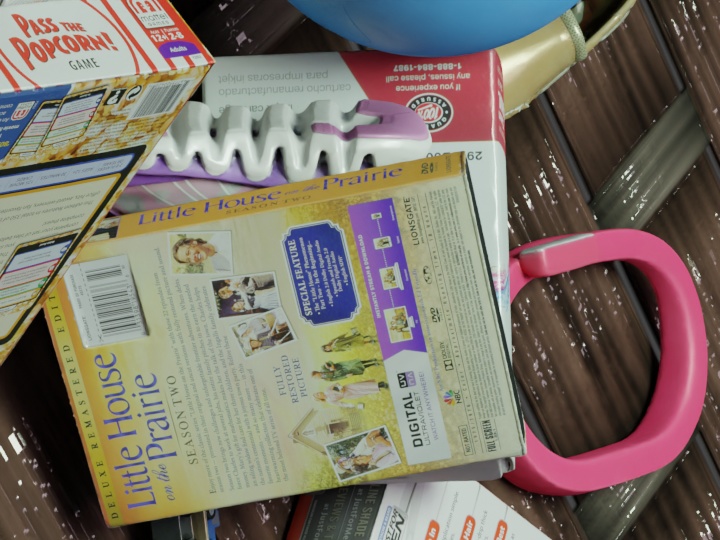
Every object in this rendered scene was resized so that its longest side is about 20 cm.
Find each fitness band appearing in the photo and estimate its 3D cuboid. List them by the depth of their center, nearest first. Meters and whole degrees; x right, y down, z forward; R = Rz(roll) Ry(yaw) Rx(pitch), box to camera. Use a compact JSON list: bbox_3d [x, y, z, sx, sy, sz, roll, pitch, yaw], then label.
[{"bbox_3d":[0.128,0.051,1.685,0.200,0.037,0.144,-11,95,-49],"label":"fitness band"}]

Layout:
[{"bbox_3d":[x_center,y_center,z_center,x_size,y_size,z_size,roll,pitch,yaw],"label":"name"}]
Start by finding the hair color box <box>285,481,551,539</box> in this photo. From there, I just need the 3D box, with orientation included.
[{"bbox_3d":[0.045,0.175,1.545,0.200,0.064,0.111,40,57,-40],"label":"hair color box"}]

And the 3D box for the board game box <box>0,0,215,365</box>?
[{"bbox_3d":[-0.169,-0.025,1.230,0.151,0.200,0.046,-12,58,-50],"label":"board game box"}]

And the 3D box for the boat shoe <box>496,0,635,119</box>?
[{"bbox_3d":[0.088,-0.125,1.632,0.200,0.076,0.072,-45,118,-43],"label":"boat shoe"}]

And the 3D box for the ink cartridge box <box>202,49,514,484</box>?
[{"bbox_3d":[0.000,0.000,1.441,0.083,0.145,0.200,71,17,-80],"label":"ink cartridge box"}]

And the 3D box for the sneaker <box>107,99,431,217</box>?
[{"bbox_3d":[-0.068,-0.031,1.370,0.081,0.200,0.089,-85,177,-70],"label":"sneaker"}]

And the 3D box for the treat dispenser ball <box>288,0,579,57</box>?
[{"bbox_3d":[0.034,-0.199,1.376,0.201,0.201,0.201,11,76,-48],"label":"treat dispenser ball"}]

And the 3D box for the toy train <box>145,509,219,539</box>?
[{"bbox_3d":[-0.092,0.060,1.426,0.046,0.034,0.201,5,79,-70],"label":"toy train"}]

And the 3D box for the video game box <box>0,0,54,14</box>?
[{"bbox_3d":[-0.129,-0.137,1.282,0.047,0.182,0.200,38,47,6],"label":"video game box"}]

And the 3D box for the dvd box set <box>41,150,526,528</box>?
[{"bbox_3d":[-0.035,0.033,1.345,0.029,0.200,0.147,-87,164,-64],"label":"dvd box set"}]
